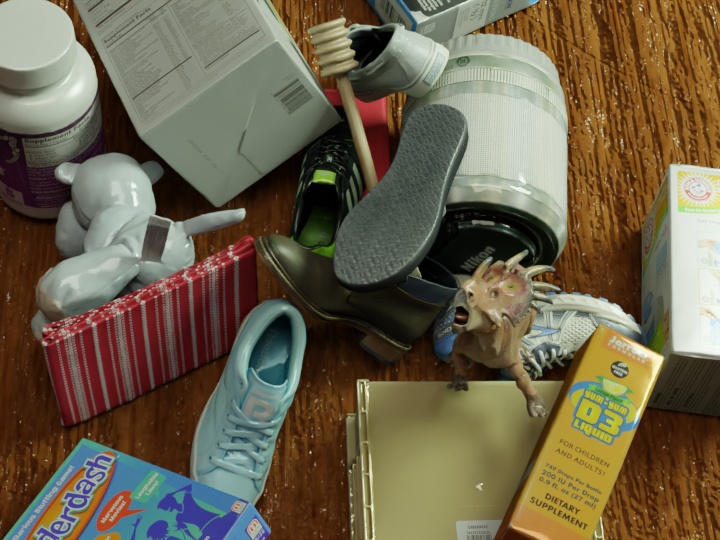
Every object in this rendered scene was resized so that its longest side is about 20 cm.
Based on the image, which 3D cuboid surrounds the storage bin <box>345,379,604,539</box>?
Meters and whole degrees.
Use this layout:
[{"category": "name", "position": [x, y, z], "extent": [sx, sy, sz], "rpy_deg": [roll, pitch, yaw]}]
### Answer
[{"category": "storage bin", "position": [0.093, 0.195, 1.154], "extent": [0.198, 0.094, 0.200], "rpy_deg": [1, 60, -6]}]

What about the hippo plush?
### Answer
[{"category": "hippo plush", "position": [-0.226, -0.026, 1.203], "extent": [0.158, 0.201, 0.161], "rpy_deg": [-7, 50, -34]}]

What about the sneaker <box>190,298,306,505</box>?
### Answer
[{"category": "sneaker", "position": [-0.095, 0.117, 1.159], "extent": [0.073, 0.082, 0.202], "rpy_deg": [14, 79, -9]}]

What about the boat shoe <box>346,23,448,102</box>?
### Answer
[{"category": "boat shoe", "position": [0.015, -0.206, 1.304], "extent": [0.071, 0.201, 0.070], "rpy_deg": [32, 85, -22]}]

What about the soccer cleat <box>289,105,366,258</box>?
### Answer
[{"category": "soccer cleat", "position": [-0.029, -0.081, 1.285], "extent": [0.067, 0.081, 0.202], "rpy_deg": [7, 60, 3]}]

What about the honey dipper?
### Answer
[{"category": "honey dipper", "position": [-0.003, -0.129, 1.265], "extent": [0.038, 0.038, 0.202], "rpy_deg": [-21, 102, -17]}]

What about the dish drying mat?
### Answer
[{"category": "dish drying mat", "position": [-0.007, -0.093, 1.353], "extent": [0.076, 0.018, 0.202], "rpy_deg": [0, 60, -5]}]

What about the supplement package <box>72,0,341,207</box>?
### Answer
[{"category": "supplement package", "position": [-0.145, -0.201, 1.284], "extent": [0.150, 0.152, 0.201], "rpy_deg": [-34, 59, 6]}]

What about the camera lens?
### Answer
[{"category": "camera lens", "position": [0.113, -0.096, 1.283], "extent": [0.158, 0.160, 0.202], "rpy_deg": [6, 60, -2]}]

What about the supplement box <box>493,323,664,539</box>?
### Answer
[{"category": "supplement box", "position": [0.175, 0.144, 1.101], "extent": [0.066, 0.069, 0.201], "rpy_deg": [25, 59, 6]}]

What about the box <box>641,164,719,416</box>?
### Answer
[{"category": "box", "position": [0.319, 0.018, 1.267], "extent": [0.100, 0.113, 0.202], "rpy_deg": [7, 59, 0]}]

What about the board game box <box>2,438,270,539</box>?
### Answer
[{"category": "board game box", "position": [-0.190, 0.225, 1.082], "extent": [0.199, 0.045, 0.153], "rpy_deg": [12, 54, 38]}]

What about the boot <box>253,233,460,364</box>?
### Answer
[{"category": "boot", "position": [0.000, 0.000, 1.193], "extent": [0.097, 0.200, 0.075], "rpy_deg": [-40, 43, 16]}]

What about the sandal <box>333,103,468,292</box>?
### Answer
[{"category": "sandal", "position": [0.043, -0.055, 1.166], "extent": [0.075, 0.043, 0.201], "rpy_deg": [18, 58, 21]}]

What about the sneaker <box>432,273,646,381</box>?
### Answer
[{"category": "sneaker", "position": [0.158, 0.068, 1.252], "extent": [0.198, 0.077, 0.086], "rpy_deg": [8, 63, 10]}]

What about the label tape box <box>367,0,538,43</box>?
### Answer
[{"category": "label tape box", "position": [0.100, -0.329, 1.472], "extent": [0.199, 0.066, 0.144], "rpy_deg": [-27, 66, -18]}]

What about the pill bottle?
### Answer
[{"category": "pill bottle", "position": [-0.290, -0.145, 1.244], "extent": [0.111, 0.201, 0.113], "rpy_deg": [2, 56, -3]}]

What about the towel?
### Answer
[{"category": "towel", "position": [-0.173, 0.053, 1.178], "extent": [0.199, 0.145, 0.023], "rpy_deg": [-25, 59, -19]}]

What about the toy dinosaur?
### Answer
[{"category": "toy dinosaur", "position": [0.116, 0.029, 1.133], "extent": [0.085, 0.137, 0.200], "rpy_deg": [4, 22, 3]}]
